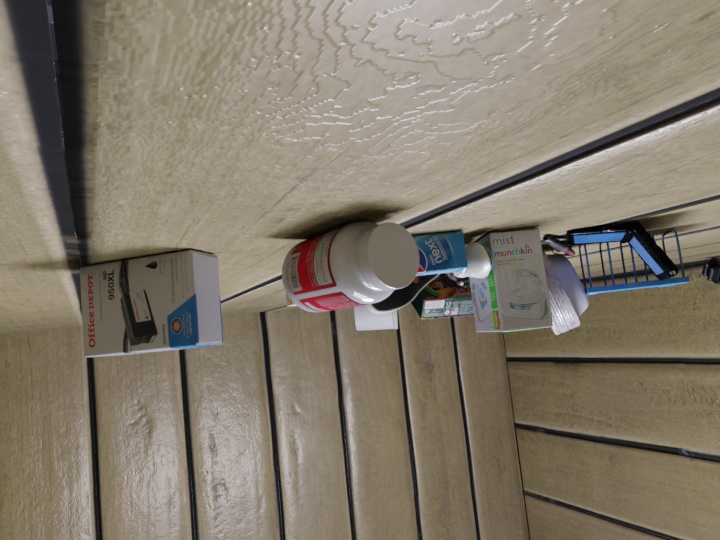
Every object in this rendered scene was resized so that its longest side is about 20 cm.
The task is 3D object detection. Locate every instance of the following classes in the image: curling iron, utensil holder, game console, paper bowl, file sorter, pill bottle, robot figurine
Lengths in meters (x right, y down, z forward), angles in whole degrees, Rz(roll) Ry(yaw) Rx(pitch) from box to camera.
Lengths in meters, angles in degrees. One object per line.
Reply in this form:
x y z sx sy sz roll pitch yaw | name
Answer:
0.415 -0.050 1.136 0.049 0.026 0.200 9 -179 31 | curling iron
0.076 0.203 2.589 0.199 0.171 0.170 -4 174 5 | utensil holder
0.518 -0.029 1.078 0.116 0.176 0.200 -38 164 17 | game console
0.463 0.043 1.270 0.104 0.201 0.201 -26 169 14 | paper bowl
0.611 -0.016 1.224 0.199 0.123 0.139 -7 174 17 | file sorter
-0.016 -0.005 0.745 0.112 0.113 0.200 -1 173 -37 | pill bottle
1.615 -0.003 2.351 0.199 0.151 0.125 -6 161 2 | robot figurine

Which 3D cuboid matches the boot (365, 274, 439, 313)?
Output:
0.064 0.031 1.143 0.200 0.073 0.144 -32 -170 -29 | boot

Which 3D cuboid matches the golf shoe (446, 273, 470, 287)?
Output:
0.277 -0.013 1.247 0.199 0.078 0.094 -4 -164 -33 | golf shoe

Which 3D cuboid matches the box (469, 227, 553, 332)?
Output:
0.276 0.025 1.017 0.096 0.177 0.200 -6 174 -1 | box

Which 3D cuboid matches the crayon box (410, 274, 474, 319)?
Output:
0.211 0.041 1.277 0.199 0.058 0.173 -3 -151 -15 | crayon box

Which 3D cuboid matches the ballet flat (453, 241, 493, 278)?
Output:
0.190 -0.013 0.997 0.069 0.070 0.200 -6 -177 -3 | ballet flat

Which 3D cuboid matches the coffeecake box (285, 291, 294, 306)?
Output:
-0.068 0.038 1.288 0.153 0.073 0.200 -3 174 -36 | coffeecake box

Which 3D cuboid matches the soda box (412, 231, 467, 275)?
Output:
0.074 -0.022 0.912 0.199 0.064 0.068 -6 174 -4 | soda box

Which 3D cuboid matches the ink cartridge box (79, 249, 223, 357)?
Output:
-0.328 0.055 0.843 0.199 0.145 0.084 -8 172 13 | ink cartridge box
